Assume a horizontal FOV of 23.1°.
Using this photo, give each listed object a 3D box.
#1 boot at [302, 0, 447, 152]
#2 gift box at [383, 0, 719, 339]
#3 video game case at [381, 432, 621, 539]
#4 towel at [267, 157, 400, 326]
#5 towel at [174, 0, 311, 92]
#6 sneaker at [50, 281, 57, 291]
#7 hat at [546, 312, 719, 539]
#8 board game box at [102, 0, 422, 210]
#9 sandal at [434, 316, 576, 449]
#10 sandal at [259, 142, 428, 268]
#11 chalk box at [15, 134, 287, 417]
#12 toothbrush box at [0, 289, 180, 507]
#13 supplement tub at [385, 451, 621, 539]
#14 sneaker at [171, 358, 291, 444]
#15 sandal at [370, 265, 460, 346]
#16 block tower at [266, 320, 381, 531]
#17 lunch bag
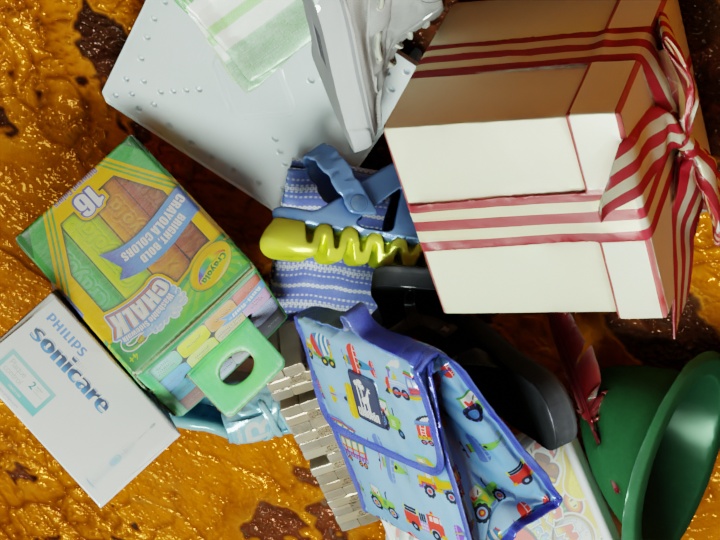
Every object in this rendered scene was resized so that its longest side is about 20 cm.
[{"bbox_3d":[0.017,-0.158,1.197,0.095,0.074,0.200,-22,153,-5],"label":"boot"},{"bbox_3d":[0.140,-0.065,1.169,0.185,0.201,0.185,-2,133,26],"label":"gift box"},{"bbox_3d":[0.122,0.239,1.372,0.181,0.023,0.201,-28,78,27],"label":"video game case"},{"bbox_3d":[0.000,0.000,1.387,0.144,0.024,0.201,9,136,-2],"label":"towel"},{"bbox_3d":[-0.089,-0.240,1.216,0.152,0.023,0.200,-34,104,26],"label":"towel"},{"bbox_3d":[-0.175,0.023,1.481,0.199,0.077,0.081,-4,126,26],"label":"sneaker"},{"bbox_3d":[0.175,0.109,1.362,0.175,0.201,0.165,19,174,29],"label":"hat"},{"bbox_3d":[-0.076,-0.145,1.319,0.199,0.026,0.200,32,135,-4],"label":"board game box"},{"bbox_3d":[0.097,0.085,1.346,0.200,0.043,0.077,23,134,67],"label":"sandal"},{"bbox_3d":[0.028,-0.043,1.288,0.199,0.088,0.079,7,173,-17],"label":"sandal"},{"bbox_3d":[-0.145,0.021,1.353,0.200,0.124,0.124,44,173,21],"label":"chalk box"},{"bbox_3d":[-0.223,0.095,1.389,0.147,0.085,0.200,49,173,-7],"label":"toothbrush box"},{"bbox_3d":[0.136,0.222,1.457,0.199,0.141,0.141,-6,126,30],"label":"supplement tub"},{"bbox_3d":[-0.078,0.124,1.516,0.199,0.082,0.074,3,131,22],"label":"sneaker"},{"bbox_3d":[0.044,0.037,1.318,0.075,0.043,0.200,2,163,-1],"label":"sandal"},{"bbox_3d":[-0.023,0.132,1.455,0.054,0.058,0.201,-18,128,9],"label":"block tower"},{"bbox_3d":[0.038,0.102,1.285,0.150,0.094,0.201,21,144,52],"label":"lunch bag"}]
